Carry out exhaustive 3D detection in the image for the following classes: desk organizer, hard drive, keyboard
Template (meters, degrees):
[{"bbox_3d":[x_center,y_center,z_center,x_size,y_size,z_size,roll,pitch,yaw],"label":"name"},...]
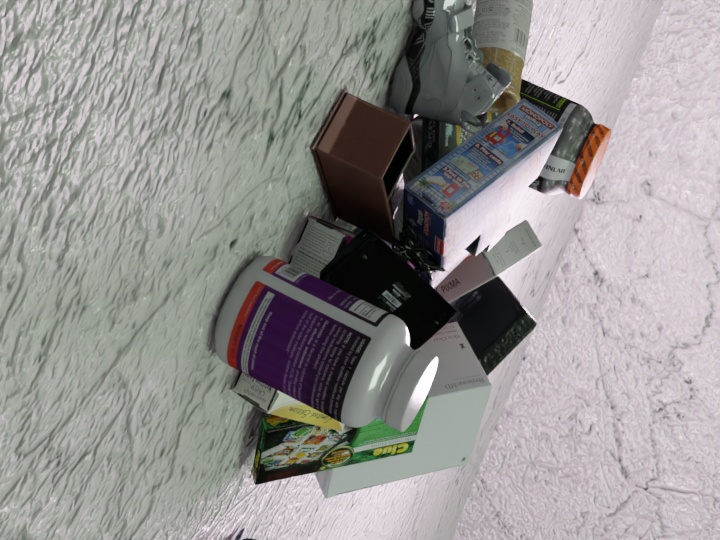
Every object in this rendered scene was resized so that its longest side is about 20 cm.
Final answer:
[{"bbox_3d":[0.011,-0.100,1.561,0.072,0.076,0.200,-61,167,-14],"label":"desk organizer"},{"bbox_3d":[0.144,0.070,2.021,0.140,0.033,0.200,-45,-154,7],"label":"hard drive"},{"bbox_3d":[0.035,0.010,1.591,0.104,0.040,0.200,-39,142,6],"label":"keyboard"}]

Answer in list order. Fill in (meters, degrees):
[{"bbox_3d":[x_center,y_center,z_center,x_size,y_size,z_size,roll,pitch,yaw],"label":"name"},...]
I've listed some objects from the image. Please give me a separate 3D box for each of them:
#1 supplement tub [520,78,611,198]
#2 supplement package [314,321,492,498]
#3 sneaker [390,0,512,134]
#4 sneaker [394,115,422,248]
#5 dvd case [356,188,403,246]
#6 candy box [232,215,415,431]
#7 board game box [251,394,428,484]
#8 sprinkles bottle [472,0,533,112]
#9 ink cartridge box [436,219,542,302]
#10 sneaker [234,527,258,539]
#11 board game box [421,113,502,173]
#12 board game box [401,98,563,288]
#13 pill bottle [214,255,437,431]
[{"bbox_3d":[0.210,-0.175,1.942,0.123,0.198,0.123,-57,165,-26],"label":"supplement tub"},{"bbox_3d":[0.038,0.170,1.864,0.198,0.111,0.157,-10,138,-22],"label":"supplement package"},{"bbox_3d":[0.109,-0.240,1.611,0.075,0.114,0.202,-45,156,-56],"label":"sneaker"},{"bbox_3d":[0.087,-0.096,1.823,0.079,0.078,0.202,-45,145,-50],"label":"sneaker"},{"bbox_3d":[0.000,0.000,1.832,0.200,0.017,0.144,-47,158,-56],"label":"dvd case"},{"bbox_3d":[-0.036,0.059,1.601,0.136,0.061,0.202,20,96,-52],"label":"candy box"},{"bbox_3d":[-0.024,0.188,1.741,0.198,0.024,0.106,-9,136,-22],"label":"board game box"},{"bbox_3d":[0.159,-0.281,1.713,0.068,0.067,0.202,75,23,-70],"label":"sprinkles bottle"},{"bbox_3d":[0.109,0.018,1.924,0.175,0.045,0.200,-29,178,-34],"label":"ink cartridge box"},{"bbox_3d":[-0.138,0.341,1.787,0.109,0.070,0.201,-51,168,-32],"label":"sneaker"},{"bbox_3d":[0.119,-0.125,1.763,0.135,0.028,0.203,-20,118,-46],"label":"board game box"},{"bbox_3d":[0.131,-0.081,1.655,0.200,0.062,0.201,-43,158,-21],"label":"board game box"},{"bbox_3d":[-0.032,0.074,1.440,0.113,0.198,0.113,-58,165,-25],"label":"pill bottle"}]
